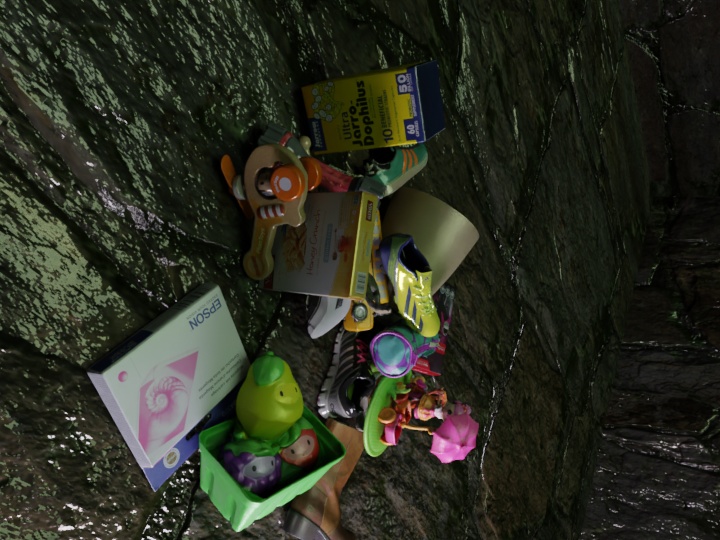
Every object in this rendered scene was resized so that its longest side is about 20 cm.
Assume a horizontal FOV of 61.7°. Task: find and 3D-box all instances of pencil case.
[{"bbox_3d":[0.087,0.136,1.118,0.199,0.091,0.087,-14,118,-68],"label":"pencil case"}]

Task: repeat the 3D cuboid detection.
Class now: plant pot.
[{"bbox_3d":[0.098,-0.020,1.140,0.187,0.186,0.202,39,77,-48],"label":"plant pot"}]

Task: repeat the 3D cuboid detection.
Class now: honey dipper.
[{"bbox_3d":[-0.072,-0.119,0.994,0.038,0.037,0.204,-30,115,-48],"label":"honey dipper"}]

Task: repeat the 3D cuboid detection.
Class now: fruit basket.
[{"bbox_3d":[-0.122,0.231,0.858,0.215,0.155,0.218,-38,149,-27],"label":"fruit basket"}]

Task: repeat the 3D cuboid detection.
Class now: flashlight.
[{"bbox_3d":[-0.057,-0.146,0.887,0.068,0.197,0.069,-64,180,-59],"label":"flashlight"}]

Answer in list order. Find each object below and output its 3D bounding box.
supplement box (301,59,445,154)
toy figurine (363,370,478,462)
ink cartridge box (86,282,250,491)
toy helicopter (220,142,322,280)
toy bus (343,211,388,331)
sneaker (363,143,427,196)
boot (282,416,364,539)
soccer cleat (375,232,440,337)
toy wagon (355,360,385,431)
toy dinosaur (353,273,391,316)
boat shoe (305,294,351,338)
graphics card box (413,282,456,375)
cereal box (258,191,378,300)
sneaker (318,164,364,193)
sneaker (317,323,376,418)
[{"bbox_3d":[0.022,-0.259,0.962,0.109,0.196,0.111,-41,125,-56],"label":"supplement box"},{"bbox_3d":[0.129,0.268,1.094,0.200,0.181,0.153,-46,138,-48],"label":"toy figurine"},{"bbox_3d":[-0.230,0.153,0.800,0.196,0.043,0.203,-44,126,-43],"label":"ink cartridge box"},{"bbox_3d":[-0.141,-0.082,0.856,0.079,0.130,0.203,-46,155,-63],"label":"toy helicopter"},{"bbox_3d":[0.000,0.000,1.049,0.077,0.065,0.205,-6,89,-26],"label":"toy bus"},{"bbox_3d":[0.069,-0.216,1.150,0.200,0.070,0.081,-49,126,-45],"label":"sneaker"},{"bbox_3d":[-0.037,0.380,1.068,0.188,0.068,0.203,38,66,-34],"label":"boot"},{"bbox_3d":[0.095,0.029,1.027,0.065,0.083,0.203,-44,115,-42],"label":"soccer cleat"},{"bbox_3d":[0.050,0.239,1.175,0.199,0.039,0.159,-16,114,-58],"label":"toy wagon"},{"bbox_3d":[0.008,0.027,0.949,0.047,0.201,0.089,-22,134,-7],"label":"toy dinosaur"},{"bbox_3d":[-0.054,0.038,0.964,0.070,0.064,0.201,-25,156,-30],"label":"boat shoe"},{"bbox_3d":[0.146,0.117,1.306,0.125,0.050,0.204,27,71,-51],"label":"graphics card box"},{"bbox_3d":[-0.067,-0.037,0.872,0.039,0.197,0.147,11,84,-48],"label":"cereal box"},{"bbox_3d":[-0.068,-0.081,0.961,0.202,0.088,0.077,-58,176,-9],"label":"sneaker"},{"bbox_3d":[-0.005,0.170,1.071,0.074,0.086,0.203,42,60,-47],"label":"sneaker"}]
